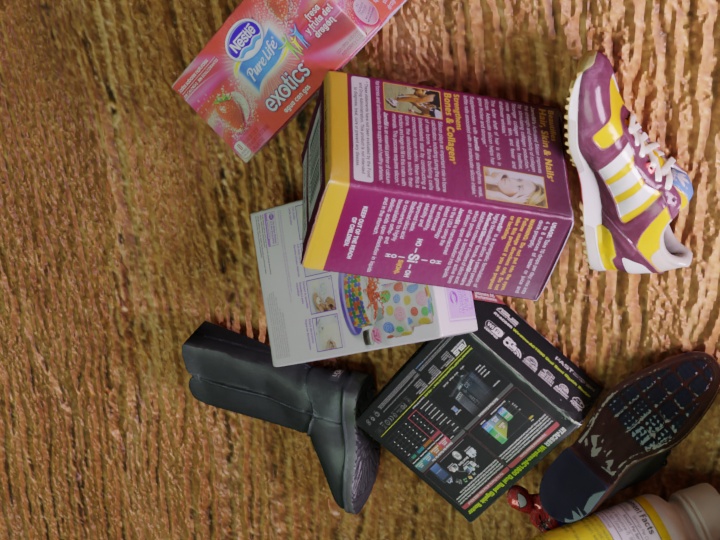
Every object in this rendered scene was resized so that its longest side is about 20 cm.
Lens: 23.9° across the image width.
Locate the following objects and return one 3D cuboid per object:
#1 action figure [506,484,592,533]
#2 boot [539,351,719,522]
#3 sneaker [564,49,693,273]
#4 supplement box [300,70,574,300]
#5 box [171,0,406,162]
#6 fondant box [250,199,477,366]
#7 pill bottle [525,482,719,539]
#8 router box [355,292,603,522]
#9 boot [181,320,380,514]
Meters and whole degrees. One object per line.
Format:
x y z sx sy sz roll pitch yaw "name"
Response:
0.222 0.260 1.591 0.200 0.052 0.065 34 140 -1 "action figure"
0.245 0.140 1.498 0.200 0.097 0.075 -44 74 18 "boot"
0.217 -0.086 1.341 0.090 0.075 0.201 2 130 22 "sneaker"
0.058 -0.067 1.356 0.199 0.131 0.103 9 136 -10 "supplement box"
-0.055 -0.195 1.413 0.095 0.103 0.200 45 136 -4 "box"
0.000 0.000 1.509 0.199 0.058 0.145 -12 85 40 "fondant box"
0.231 0.266 1.492 0.114 0.199 0.115 161 90 -82 "pill bottle"
0.107 0.125 1.571 0.150 0.062 0.200 41 135 1 "router box"
-0.082 0.149 1.712 0.199 0.066 0.166 13 120 22 "boot"
